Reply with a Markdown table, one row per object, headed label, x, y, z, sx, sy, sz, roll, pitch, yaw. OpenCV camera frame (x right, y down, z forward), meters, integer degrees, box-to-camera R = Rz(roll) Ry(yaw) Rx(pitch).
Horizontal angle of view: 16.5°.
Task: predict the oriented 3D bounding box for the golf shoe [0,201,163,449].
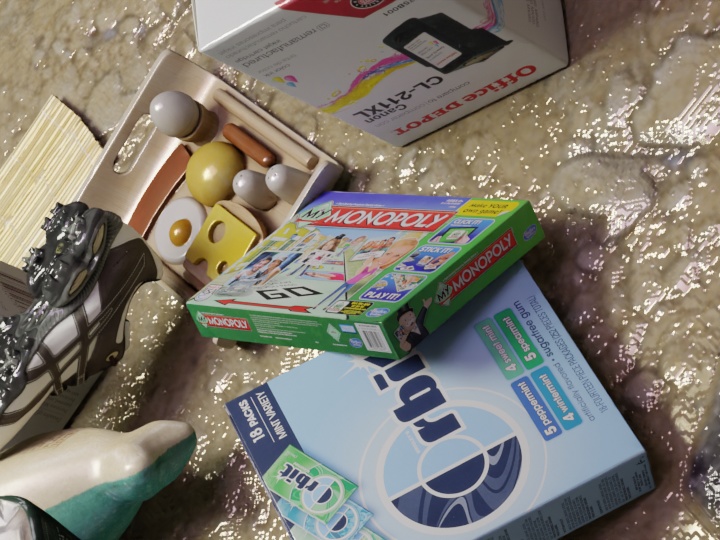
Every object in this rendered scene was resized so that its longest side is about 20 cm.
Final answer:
| label | x | y | z | sx | sy | sz | roll | pitch | yaw |
| --- | --- | --- | --- | --- | --- | --- | --- | --- | --- |
| golf shoe | -0.201 | 0.056 | 1.657 | 0.201 | 0.094 | 0.078 | -58 | 35 | 4 |

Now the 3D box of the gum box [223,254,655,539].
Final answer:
| label | x | y | z | sx | sy | sz | roll | pitch | yaw |
| --- | --- | --- | --- | --- | --- | --- | --- | --- | --- |
| gum box | 0.044 | 0.102 | 1.446 | 0.199 | 0.045 | 0.170 | -27 | 50 | -5 |

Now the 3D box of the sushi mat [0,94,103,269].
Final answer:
| label | x | y | z | sx | sy | sz | roll | pitch | yaw |
| --- | --- | --- | --- | --- | --- | --- | --- | --- | --- |
| sushi mat | -0.262 | -0.031 | 1.859 | 0.200 | 0.012 | 0.096 | -53 | 45 | 10 |

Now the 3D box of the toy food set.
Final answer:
| label | x | y | z | sx | sy | sz | roll | pitch | yaw |
| --- | --- | --- | --- | --- | --- | --- | --- | --- | --- |
| toy food set | -0.111 | -0.052 | 1.699 | 0.200 | 0.060 | 0.144 | 37 | 98 | 45 |

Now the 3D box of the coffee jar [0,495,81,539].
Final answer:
| label | x | y | z | sx | sy | sz | roll | pitch | yaw |
| --- | --- | --- | --- | --- | --- | --- | --- | --- | --- |
| coffee jar | -0.186 | 0.220 | 1.555 | 0.085 | 0.200 | 0.105 | -16 | 60 | 19 |

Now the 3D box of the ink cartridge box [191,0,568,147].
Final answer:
| label | x | y | z | sx | sy | sz | roll | pitch | yaw |
| --- | --- | --- | --- | --- | --- | --- | --- | --- | --- |
| ink cartridge box | 0.014 | -0.165 | 1.539 | 0.145 | 0.200 | 0.083 | -25 | 60 | 33 |

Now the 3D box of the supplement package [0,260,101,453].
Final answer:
| label | x | y | z | sx | sy | sz | roll | pitch | yaw |
| --- | --- | --- | --- | --- | --- | --- | --- | --- | --- |
| supplement package | -0.296 | 0.097 | 1.762 | 0.200 | 0.117 | 0.117 | -55 | 47 | 10 |

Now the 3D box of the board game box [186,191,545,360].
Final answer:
| label | x | y | z | sx | sy | sz | roll | pitch | yaw |
| --- | --- | --- | --- | --- | --- | --- | --- | --- | --- |
| board game box | 0.000 | 0.000 | 1.528 | 0.134 | 0.029 | 0.200 | -40 | 26 | -30 |

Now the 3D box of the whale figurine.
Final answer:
| label | x | y | z | sx | sy | sz | roll | pitch | yaw |
| --- | --- | --- | --- | --- | --- | --- | --- | --- | --- |
| whale figurine | -0.191 | 0.161 | 1.644 | 0.199 | 0.159 | 0.104 | -20 | 98 | 30 |
